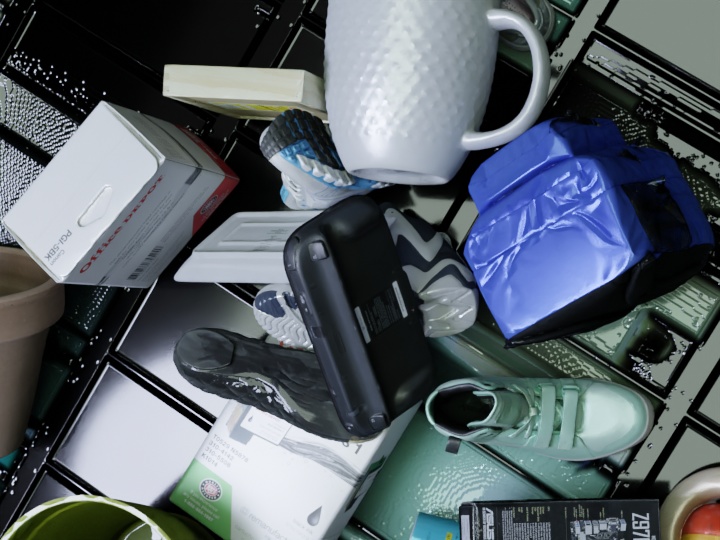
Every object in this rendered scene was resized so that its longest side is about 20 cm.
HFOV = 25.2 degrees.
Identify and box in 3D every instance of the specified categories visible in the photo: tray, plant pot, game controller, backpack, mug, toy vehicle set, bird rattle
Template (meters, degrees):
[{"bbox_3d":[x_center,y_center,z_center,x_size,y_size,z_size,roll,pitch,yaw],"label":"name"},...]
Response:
[{"bbox_3d":[-0.072,-0.026,1.433,0.199,0.107,0.022,1,125,42],"label":"tray"},{"bbox_3d":[-0.208,0.294,1.448,0.199,0.193,0.202,-1,88,14],"label":"plant pot"},{"bbox_3d":[0.002,0.039,1.347,0.042,0.104,0.201,8,125,45],"label":"game controller"},{"bbox_3d":[0.199,-0.041,1.348,0.162,0.199,0.169,-27,77,34],"label":"backpack"},{"bbox_3d":[0.063,-0.164,1.350,0.199,0.147,0.177,4,86,24],"label":"mug"},{"bbox_3d":[-0.379,0.084,1.515,0.199,0.200,0.176,7,106,14],"label":"plant pot"},{"bbox_3d":[-0.083,-0.154,1.427,0.123,0.200,0.027,4,91,13],"label":"toy vehicle set"},{"bbox_3d":[0.326,0.226,1.366,0.162,0.112,0.202,0,85,31],"label":"bird rattle"}]

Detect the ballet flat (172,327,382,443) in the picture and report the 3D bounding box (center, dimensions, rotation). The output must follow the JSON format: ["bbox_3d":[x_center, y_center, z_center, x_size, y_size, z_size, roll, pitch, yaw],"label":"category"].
[{"bbox_3d":[-0.070,0.099,1.414,0.199,0.057,0.067,22,75,8],"label":"ballet flat"}]

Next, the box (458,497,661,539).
[{"bbox_3d":[0.171,0.296,1.369,0.162,0.086,0.202,-1,82,-5],"label":"box"}]

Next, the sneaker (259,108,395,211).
[{"bbox_3d":[-0.043,-0.084,1.420,0.086,0.200,0.075,-32,72,20],"label":"sneaker"}]

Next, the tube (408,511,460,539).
[{"bbox_3d":[0.140,0.269,1.439,0.199,0.050,0.078,15,91,8],"label":"tube"}]

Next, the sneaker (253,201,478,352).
[{"bbox_3d":[0.000,0.000,1.443,0.198,0.130,0.080,-9,130,-2],"label":"sneaker"}]

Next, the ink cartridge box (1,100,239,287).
[{"bbox_3d":[-0.212,-0.064,1.456,0.083,0.200,0.147,44,98,12],"label":"ink cartridge box"}]

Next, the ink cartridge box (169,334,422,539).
[{"bbox_3d":[-0.057,0.161,1.469,0.146,0.084,0.201,32,96,13],"label":"ink cartridge box"}]

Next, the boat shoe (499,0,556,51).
[{"bbox_3d":[0.088,-0.272,1.455,0.202,0.065,0.075,41,98,12],"label":"boat shoe"}]

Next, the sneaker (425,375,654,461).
[{"bbox_3d":[0.153,0.130,1.399,0.199,0.118,0.074,1,87,13],"label":"sneaker"}]
